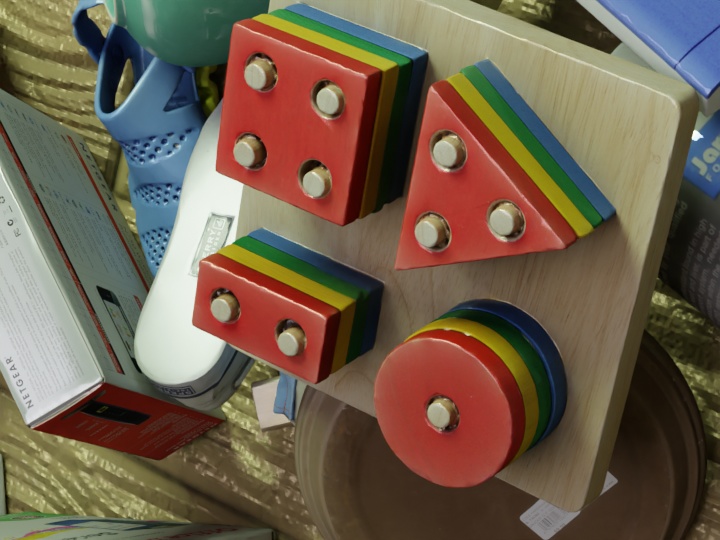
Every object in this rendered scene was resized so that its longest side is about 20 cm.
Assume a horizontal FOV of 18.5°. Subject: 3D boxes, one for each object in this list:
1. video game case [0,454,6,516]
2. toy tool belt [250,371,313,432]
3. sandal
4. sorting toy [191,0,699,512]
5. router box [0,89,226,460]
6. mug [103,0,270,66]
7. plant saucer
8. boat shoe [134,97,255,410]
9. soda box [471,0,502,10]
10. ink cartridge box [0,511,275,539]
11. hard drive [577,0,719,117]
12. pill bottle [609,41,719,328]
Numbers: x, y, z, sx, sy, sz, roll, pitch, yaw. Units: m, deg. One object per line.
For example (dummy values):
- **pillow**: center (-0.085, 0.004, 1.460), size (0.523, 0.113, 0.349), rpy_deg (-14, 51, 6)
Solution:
- **video game case**: center (-0.298, 0.207, 1.416), size (0.200, 0.022, 0.183), rpy_deg (-4, 90, 37)
- **toy tool belt**: center (0.000, 0.000, 1.114), size (0.123, 0.125, 0.200), rpy_deg (15, 108, 31)
- **sandal**: center (-0.115, -0.084, 1.220), size (0.079, 0.087, 0.200), rpy_deg (-11, 88, 35)
- **sorting toy**: center (0.022, -0.011, 0.943), size (0.199, 0.070, 0.200), rpy_deg (24, 120, 25)
- **router box**: center (-0.164, 0.000, 1.202), size (0.049, 0.179, 0.200), rpy_deg (-31, 72, 9)
- **mug**: center (-0.086, -0.195, 1.128), size (0.152, 0.114, 0.185), rpy_deg (96, 156, -67)
- **plant saucer**: center (0.066, 0.096, 1.059), size (0.200, 0.029, 0.200), rpy_deg (3, 117, 5)
- **boat shoe**: center (-0.056, -0.020, 1.180), size (0.072, 0.066, 0.200), rpy_deg (12, 73, 21)
- **soda box**: center (0.027, -0.145, 1.040), size (0.200, 0.064, 0.068), rpy_deg (-59, 38, 3)
- **ink cartridge box**: center (-0.165, 0.187, 1.236), size (0.200, 0.145, 0.088), rpy_deg (1, 92, 38)
- **hard drive**: center (0.125, -0.172, 0.941), size (0.132, 0.025, 0.200), rpy_deg (-39, 66, -13)
- **pill bottle**: center (0.190, -0.021, 0.976), size (0.200, 0.114, 0.114), rpy_deg (41, 116, 27)
